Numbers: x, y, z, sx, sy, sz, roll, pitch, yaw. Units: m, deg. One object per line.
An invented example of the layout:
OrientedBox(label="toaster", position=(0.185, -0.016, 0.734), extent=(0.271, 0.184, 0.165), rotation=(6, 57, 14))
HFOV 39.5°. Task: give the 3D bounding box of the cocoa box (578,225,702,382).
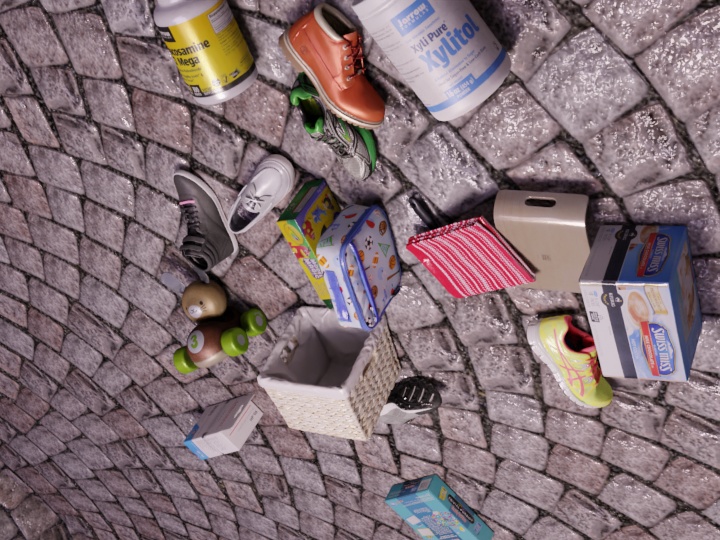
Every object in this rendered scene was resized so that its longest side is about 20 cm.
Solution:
OrientedBox(label="cocoa box", position=(0.419, 0.049, 1.480), extent=(0.131, 0.134, 0.201), rotation=(2, 131, 31))

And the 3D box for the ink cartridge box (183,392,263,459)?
OrientedBox(label="ink cartridge box", position=(-0.303, 0.357, 2.287), extent=(0.200, 0.116, 0.068), rotation=(-22, 117, 46))

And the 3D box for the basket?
OrientedBox(label="basket", position=(-0.049, 0.192, 1.894), extent=(0.199, 0.199, 0.161), rotation=(3, 136, 31))

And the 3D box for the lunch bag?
OrientedBox(label="lunch bag", position=(0.000, 0.000, 1.692), extent=(0.075, 0.160, 0.201), rotation=(5, 132, 30))

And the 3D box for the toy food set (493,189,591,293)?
OrientedBox(label="toy food set", position=(0.295, -0.042, 1.542), extent=(0.143, 0.061, 0.200), rotation=(6, 142, 29))

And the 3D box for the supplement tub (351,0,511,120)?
OrientedBox(label="supplement tub", position=(0.096, -0.313, 1.335), extent=(0.132, 0.132, 0.200), rotation=(-22, 117, 45))

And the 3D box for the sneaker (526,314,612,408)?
OrientedBox(label="sneaker", position=(0.366, 0.151, 1.667), extent=(0.090, 0.078, 0.200), rotation=(-29, 113, 40))

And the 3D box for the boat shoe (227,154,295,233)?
OrientedBox(label="boat shoe", position=(-0.181, -0.129, 1.755), extent=(0.072, 0.069, 0.200), rotation=(42, 140, -11))

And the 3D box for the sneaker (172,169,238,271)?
OrientedBox(label="sneaker", position=(-0.305, -0.085, 1.859), extent=(0.070, 0.099, 0.201), rotation=(-2, 128, 37))

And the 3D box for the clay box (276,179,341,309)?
OrientedBox(label="clay box", position=(-0.059, -0.042, 1.725), extent=(0.047, 0.115, 0.201), rotation=(-6, 127, 36))

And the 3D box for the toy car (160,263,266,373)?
OrientedBox(label="toy car", position=(-0.317, 0.079, 2.008), extent=(0.164, 0.158, 0.201), rotation=(-21, 106, 31))

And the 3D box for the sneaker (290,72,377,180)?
OrientedBox(label="sneaker", position=(-0.048, -0.218, 1.564), extent=(0.078, 0.085, 0.200), rotation=(-14, 122, 42))

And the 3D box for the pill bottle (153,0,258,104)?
OrientedBox(label="pill bottle", position=(-0.244, -0.364, 1.526), extent=(0.112, 0.113, 0.201), rotation=(0, 130, 34))

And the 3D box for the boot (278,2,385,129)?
OrientedBox(label="boot", position=(-0.022, -0.300, 1.477), extent=(0.200, 0.075, 0.107), rotation=(45, 134, -12))

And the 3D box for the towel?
OrientedBox(label="towel", position=(0.173, -0.016, 1.610), extent=(0.145, 0.023, 0.200), rotation=(45, 151, -17))

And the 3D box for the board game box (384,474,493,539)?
OrientedBox(label="board game box", position=(0.173, 0.543, 2.210), extent=(0.200, 0.047, 0.151), rotation=(46, 139, -15))

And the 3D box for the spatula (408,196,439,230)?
OrientedBox(label="spatula", position=(0.135, -0.045, 1.664), extent=(0.056, 0.021, 0.200), rotation=(-8, 124, 48))

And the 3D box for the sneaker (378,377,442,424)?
OrientedBox(label="sneaker", position=(0.092, 0.264, 1.975), extent=(0.079, 0.074, 0.200), rotation=(42, 147, -25))
